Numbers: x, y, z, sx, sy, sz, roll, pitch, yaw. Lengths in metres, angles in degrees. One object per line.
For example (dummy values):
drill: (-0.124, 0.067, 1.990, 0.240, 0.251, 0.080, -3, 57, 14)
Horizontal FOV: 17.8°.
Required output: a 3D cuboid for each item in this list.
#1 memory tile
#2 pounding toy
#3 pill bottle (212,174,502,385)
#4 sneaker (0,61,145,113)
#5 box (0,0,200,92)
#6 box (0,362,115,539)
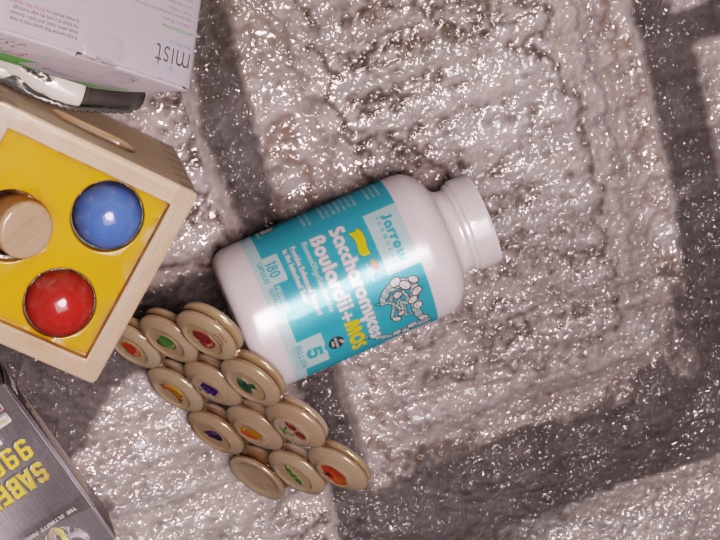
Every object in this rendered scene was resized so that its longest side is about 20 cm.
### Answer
memory tile: (-0.092, 0.098, 1.683, 0.200, 0.153, 0.017, 48, 59, -25)
pounding toy: (-0.244, -0.024, 1.586, 0.199, 0.142, 0.185, 25, 103, -23)
pill bottle: (0.000, 0.000, 1.678, 0.199, 0.111, 0.111, -24, 116, -5)
sneaker: (-0.227, -0.172, 1.568, 0.199, 0.074, 0.089, 21, 107, -22)
box: (-0.188, -0.218, 1.463, 0.199, 0.096, 0.178, 11, 85, -57)
box: (-0.307, 0.185, 1.706, 0.199, 0.048, 0.159, -32, 115, 0)
